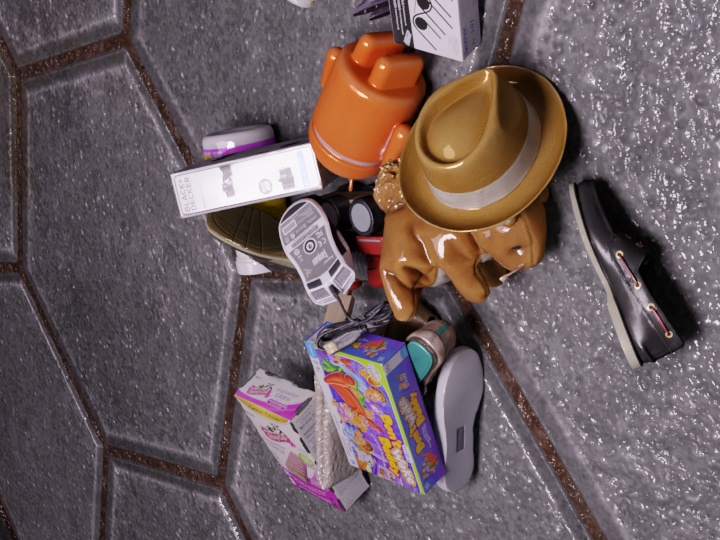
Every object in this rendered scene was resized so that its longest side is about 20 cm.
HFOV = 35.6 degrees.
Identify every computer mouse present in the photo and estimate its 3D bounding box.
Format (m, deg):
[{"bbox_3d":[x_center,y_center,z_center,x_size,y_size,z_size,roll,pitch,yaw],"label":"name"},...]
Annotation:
[{"bbox_3d":[-0.034,0.001,1.342,0.109,0.044,0.201,-36,62,21],"label":"computer mouse"}]

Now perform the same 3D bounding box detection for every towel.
[{"bbox_3d":[-0.010,0.186,1.506,0.034,0.132,0.202,22,121,39],"label":"towel"}]

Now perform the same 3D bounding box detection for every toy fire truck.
[{"bbox_3d":[0.000,0.000,1.416,0.175,0.128,0.203,5,110,50],"label":"toy fire truck"}]

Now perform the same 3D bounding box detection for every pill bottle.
[{"bbox_3d":[-0.157,-0.100,1.590,0.104,0.104,0.203,5,109,50],"label":"pill bottle"}]

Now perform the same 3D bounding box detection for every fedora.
[{"bbox_3d":[0.116,-0.142,1.165,0.200,0.201,0.082,38,176,35],"label":"fedora"}]

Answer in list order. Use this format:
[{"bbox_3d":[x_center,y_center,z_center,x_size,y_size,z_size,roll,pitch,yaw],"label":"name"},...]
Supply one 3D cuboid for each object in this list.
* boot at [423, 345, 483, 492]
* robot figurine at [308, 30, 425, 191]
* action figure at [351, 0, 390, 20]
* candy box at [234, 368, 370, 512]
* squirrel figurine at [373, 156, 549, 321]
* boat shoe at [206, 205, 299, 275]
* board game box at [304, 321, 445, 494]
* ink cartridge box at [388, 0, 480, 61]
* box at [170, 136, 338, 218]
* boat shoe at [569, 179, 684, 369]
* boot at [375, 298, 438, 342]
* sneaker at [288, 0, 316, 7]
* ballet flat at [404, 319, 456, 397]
[{"bbox_3d":[0.097,0.176,1.419,0.095,0.073,0.202,27,121,46],"label":"boot"},{"bbox_3d":[0.005,-0.193,1.340,0.143,0.117,0.201,28,133,-1],"label":"robot figurine"},{"bbox_3d":[-0.012,-0.392,1.287,0.130,0.069,0.202,-2,-110,-83],"label":"action figure"},{"bbox_3d":[-0.083,0.246,1.620,0.136,0.061,0.201,16,141,47],"label":"candy box"},{"bbox_3d":[0.114,-0.064,1.247,0.186,0.141,0.202,-17,94,46],"label":"squirrel figurine"},{"bbox_3d":[-0.117,-0.030,1.523,0.066,0.198,0.072,119,163,-52],"label":"boat shoe"},{"bbox_3d":[0.019,0.168,1.377,0.134,0.045,0.202,12,131,44],"label":"board game box"},{"bbox_3d":[0.072,-0.326,1.187,0.093,0.044,0.201,21,142,30],"label":"ink cartridge box"},{"bbox_3d":[-0.135,-0.126,1.463,0.198,0.117,0.061,-11,102,16],"label":"box"},{"bbox_3d":[0.267,-0.004,1.140,0.063,0.074,0.203,-25,73,17],"label":"boat shoe"},{"bbox_3d":[0.053,0.129,1.460,0.075,0.073,0.202,29,125,28],"label":"boot"},{"bbox_3d":[-0.109,-0.424,1.417,0.201,0.073,0.116,54,137,19],"label":"sneaker"},{"bbox_3d":[0.068,0.120,1.375,0.068,0.067,0.200,44,146,4],"label":"ballet flat"}]
